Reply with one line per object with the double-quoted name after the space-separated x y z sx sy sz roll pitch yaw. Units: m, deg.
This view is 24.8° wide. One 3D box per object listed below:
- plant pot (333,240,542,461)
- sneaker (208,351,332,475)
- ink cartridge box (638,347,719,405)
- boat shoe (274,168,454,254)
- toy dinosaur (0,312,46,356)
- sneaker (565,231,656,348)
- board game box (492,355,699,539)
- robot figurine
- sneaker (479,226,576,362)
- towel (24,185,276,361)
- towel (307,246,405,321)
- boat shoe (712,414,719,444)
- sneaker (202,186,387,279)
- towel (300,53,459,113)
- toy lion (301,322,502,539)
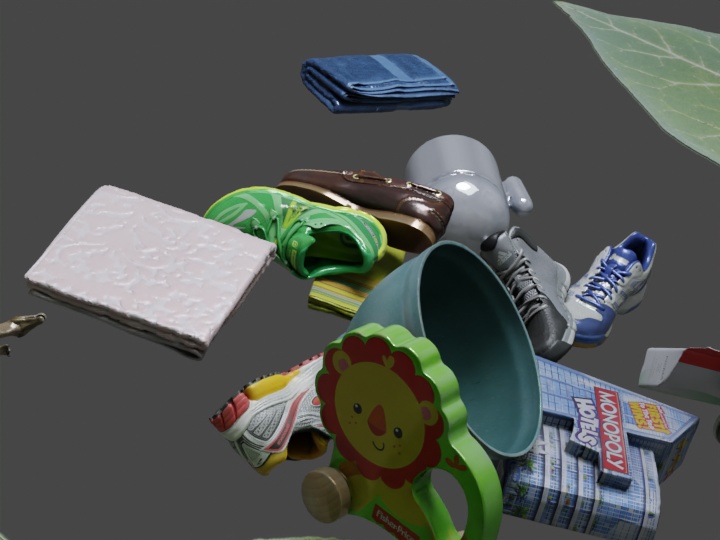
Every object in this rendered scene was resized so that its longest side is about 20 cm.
0.056 0.092 1.476 0.200 0.134 0.201 38 40 -40 "plant pot"
-0.053 0.133 1.480 0.082 0.078 0.200 55 36 10 "sneaker"
0.384 0.116 1.641 0.160 0.050 0.200 14 -2 -6 "ink cartridge box"
0.005 -0.075 1.783 0.199 0.071 0.071 18 59 20 "boat shoe"
-0.385 0.048 1.474 0.199 0.059 0.101 15 14 -19 "toy dinosaur"
0.265 0.015 1.808 0.075 0.089 0.200 28 33 17 "sneaker"
0.227 0.169 1.554 0.199 0.062 0.200 13 30 -5 "board game box"
0.109 -0.078 1.859 0.168 0.114 0.200 -7 31 2 "robot figurine"
0.164 0.020 1.715 0.116 0.075 0.200 48 20 -18 "sneaker"
-0.207 -0.003 1.633 0.199 0.032 0.191 20 38 8 "towel"
0.000 0.000 1.774 0.086 0.018 0.200 20 29 -1 "towel"
0.449 0.188 1.623 0.200 0.072 0.061 17 25 -5 "boat shoe"
-0.072 -0.038 1.717 0.199 0.075 0.084 7 25 5 "sneaker"
0.025 -0.254 2.182 0.199 0.049 0.112 -8 37 -36 "towel"
0.038 0.149 1.358 0.200 0.193 0.068 35 34 28 "toy lion"
